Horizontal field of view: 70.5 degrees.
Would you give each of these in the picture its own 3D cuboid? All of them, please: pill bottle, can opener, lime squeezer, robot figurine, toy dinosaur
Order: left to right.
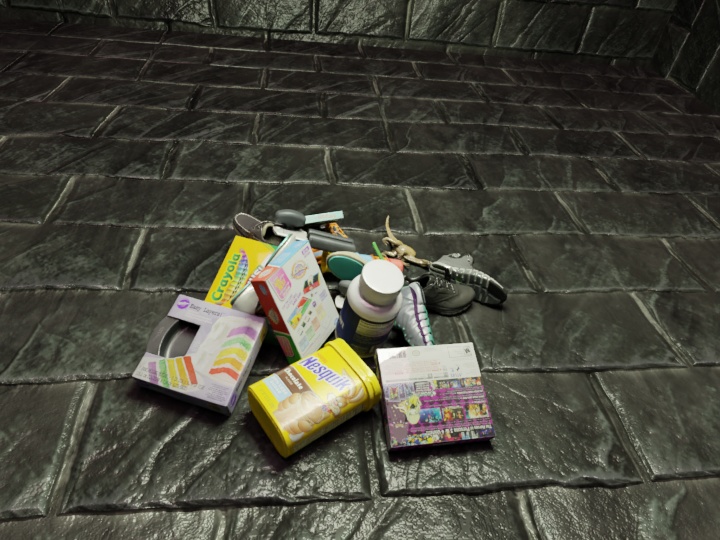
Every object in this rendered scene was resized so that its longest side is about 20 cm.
[{"bbox_3d":[-0.113,-0.063,1.281,0.198,0.059,0.145,-18,48,-28],"label":"robot figurine"},{"bbox_3d":[-0.101,-0.086,1.155,0.198,0.067,0.054,12,28,-17],"label":"can opener"},{"bbox_3d":[0.020,0.075,1.011,0.110,0.201,0.112,9,47,-10],"label":"pill bottle"},{"bbox_3d":[0.036,0.084,1.129,0.198,0.067,0.053,20,42,7],"label":"can opener"},{"bbox_3d":[0.096,-0.059,1.330,0.100,0.059,0.200,-10,48,-43],"label":"toy dinosaur"},{"bbox_3d":[0.102,0.009,1.213,0.198,0.071,0.038,28,5,-7],"label":"lime squeezer"}]

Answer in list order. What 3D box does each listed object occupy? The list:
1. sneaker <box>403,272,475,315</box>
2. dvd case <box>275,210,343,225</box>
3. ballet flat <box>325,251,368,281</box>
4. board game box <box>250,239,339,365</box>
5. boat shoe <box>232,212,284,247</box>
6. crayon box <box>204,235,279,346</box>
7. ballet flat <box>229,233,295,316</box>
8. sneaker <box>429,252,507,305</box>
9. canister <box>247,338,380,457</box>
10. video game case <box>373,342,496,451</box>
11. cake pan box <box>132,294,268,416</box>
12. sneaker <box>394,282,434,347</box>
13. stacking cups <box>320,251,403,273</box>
[{"bbox_3d":[0.174,0.049,1.169,0.197,0.092,0.076,-2,39,-14],"label":"sneaker"},{"bbox_3d":[-0.142,-0.121,1.283,0.144,0.022,0.200,-11,5,-20],"label":"dvd case"},{"bbox_3d":[0.000,0.000,1.169,0.199,0.069,0.070,31,29,-30],"label":"ballet flat"},{"bbox_3d":[-0.122,0.064,1.018,0.040,0.202,0.153,-3,29,34],"label":"board game box"},{"bbox_3d":[-0.217,-0.084,1.187,0.199,0.065,0.072,36,51,18],"label":"boat shoe"},{"bbox_3d":[-0.221,0.040,1.086,0.170,0.058,0.202,15,61,7],"label":"crayon box"},{"bbox_3d":[-0.180,0.016,1.038,0.069,0.070,0.201,28,68,24],"label":"ballet flat"},{"bbox_3d":[0.279,0.005,1.255,0.198,0.076,0.115,24,40,21],"label":"sneaker"},{"bbox_3d":[-0.085,0.225,0.917,0.199,0.087,0.148,-24,48,-31],"label":"canister"},{"bbox_3d":[0.134,0.229,0.944,0.197,0.036,0.183,-3,60,-12],"label":"video game case"},{"bbox_3d":[-0.298,0.152,0.959,0.198,0.053,0.185,15,55,10],"label":"cake pan box"},{"bbox_3d":[0.105,0.128,1.068,0.086,0.075,0.202,-13,63,9],"label":"sneaker"},{"bbox_3d":[0.007,-0.019,1.231,0.197,0.061,0.061,3,39,-17],"label":"stacking cups"}]
